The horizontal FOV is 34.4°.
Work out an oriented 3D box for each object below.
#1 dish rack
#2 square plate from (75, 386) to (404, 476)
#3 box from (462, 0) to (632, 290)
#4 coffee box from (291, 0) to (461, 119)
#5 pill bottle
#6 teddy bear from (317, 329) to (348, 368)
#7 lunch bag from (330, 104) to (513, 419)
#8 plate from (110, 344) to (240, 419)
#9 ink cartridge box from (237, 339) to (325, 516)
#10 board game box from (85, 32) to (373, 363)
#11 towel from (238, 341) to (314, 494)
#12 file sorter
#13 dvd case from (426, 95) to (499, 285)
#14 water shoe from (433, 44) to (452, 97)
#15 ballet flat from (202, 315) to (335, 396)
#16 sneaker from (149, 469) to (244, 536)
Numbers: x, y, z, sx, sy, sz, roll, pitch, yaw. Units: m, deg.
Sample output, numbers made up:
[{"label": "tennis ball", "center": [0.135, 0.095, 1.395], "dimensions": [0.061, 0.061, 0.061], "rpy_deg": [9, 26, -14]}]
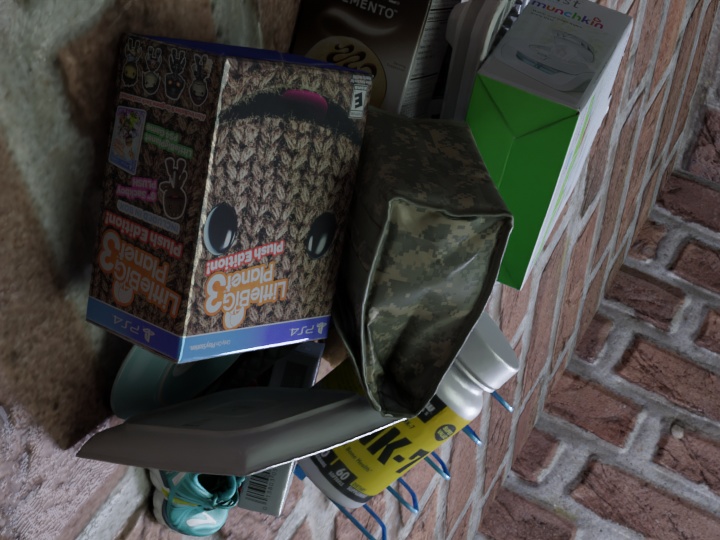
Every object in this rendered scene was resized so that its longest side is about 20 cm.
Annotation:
[{"label": "dish rack", "center": [0.108, -0.196, 1.034], "dimensions": [0.201, 0.043, 0.172], "rpy_deg": [96, 17, -51]}, {"label": "square plate", "center": [-0.093, 0.122, 0.932], "dimensions": [0.197, 0.198, 0.029], "rpy_deg": [-10, 96, -50]}, {"label": "box", "center": [0.154, -0.119, 1.035], "dimensions": [0.177, 0.096, 0.201], "rpy_deg": [-56, 164, -44]}, {"label": "coffee box", "center": [0.002, -0.169, 1.000], "dimensions": [0.080, 0.112, 0.202], "rpy_deg": [-29, 138, -61]}, {"label": "pill bottle", "center": [0.037, 0.111, 1.040], "dimensions": [0.200, 0.115, 0.114], "rpy_deg": [-40, 166, 14]}, {"label": "teddy bear", "center": [0.028, 0.025, 1.301], "dimensions": [0.066, 0.144, 0.202], "rpy_deg": [24, 84, -35]}, {"label": "lunch bag", "center": [0.029, -0.004, 0.920], "dimensions": [0.165, 0.116, 0.202], "rpy_deg": [-104, -156, -57]}, {"label": "plate", "center": [-0.127, 0.055, 0.974], "dimensions": [0.200, 0.026, 0.200], "rpy_deg": [-45, 166, -15]}, {"label": "ink cartridge box", "center": [-0.077, 0.149, 1.199], "dimensions": [0.200, 0.047, 0.162], "rpy_deg": [-105, -152, -87]}, {"label": "board game box", "center": [-0.090, -0.053, 0.816], "dimensions": [0.159, 0.096, 0.202], "rpy_deg": [-7, 111, -52]}, {"label": "towel", "center": [-0.096, 0.125, 1.195], "dimensions": [0.145, 0.022, 0.201], "rpy_deg": [86, 24, -52]}, {"label": "file sorter", "center": [0.045, 0.164, 1.190], "dimensions": [0.200, 0.123, 0.139], "rpy_deg": [-47, 179, 0]}, {"label": "dvd case", "center": [0.100, -0.074, 1.157], "dimensions": [0.150, 0.025, 0.202], "rpy_deg": [-16, 111, -49]}, {"label": "water shoe", "center": [0.046, -0.187, 1.143], "dimensions": [0.071, 0.079, 0.202], "rpy_deg": [-20, 134, -45]}, {"label": "ballet flat", "center": [-0.082, 0.080, 1.065], "dimensions": [0.200, 0.057, 0.067], "rpy_deg": [-43, -165, 24]}, {"label": "sneaker", "center": [-0.150, 0.203, 1.090], "dimensions": [0.078, 0.079, 0.201], "rpy_deg": [-55, 159, -29]}]
